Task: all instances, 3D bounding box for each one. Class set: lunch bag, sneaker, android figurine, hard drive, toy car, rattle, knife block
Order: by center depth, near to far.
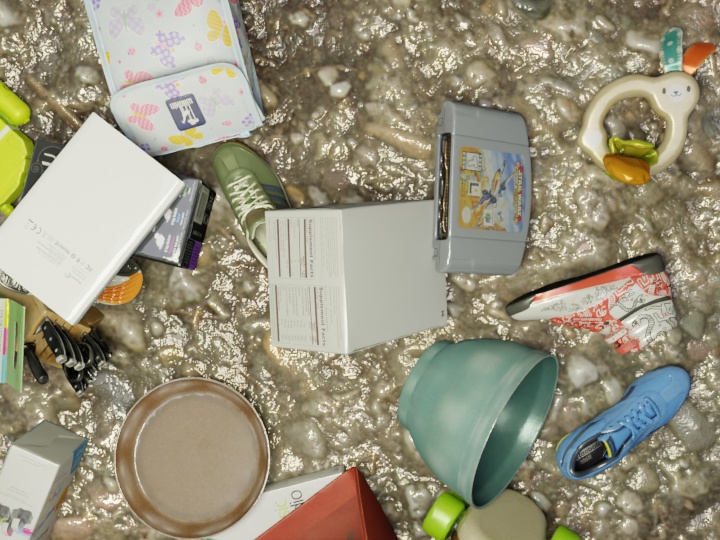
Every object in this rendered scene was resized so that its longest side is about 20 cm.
[{"bbox_3d":[-0.309,-0.058,1.098,0.132,0.025,0.200,38,87,1],"label":"hard drive"},{"bbox_3d":[0.347,-0.198,1.142,0.200,0.143,0.130,-46,74,11],"label":"rattle"},{"bbox_3d":[-0.213,-0.245,1.161,0.169,0.127,0.200,-11,102,5],"label":"lunch bag"},{"bbox_3d":[-0.385,0.062,1.169,0.200,0.176,0.064,39,95,-2],"label":"knife block"},{"bbox_3d":[-0.370,-0.003,1.177,0.200,0.092,0.076,18,86,-29],"label":"sneaker"},{"bbox_3d":[-0.118,-0.071,1.190,0.067,0.090,0.200,-31,94,5],"label":"sneaker"},{"bbox_3d":[0.287,0.058,1.201,0.201,0.067,0.108,-18,92,1],"label":"sneaker"},{"bbox_3d":[0.146,0.378,1.206,0.164,0.158,0.200,30,114,18],"label":"toy car"},{"bbox_3d":[0.331,0.193,1.208,0.200,0.078,0.066,-37,91,4],"label":"sneaker"},{"bbox_3d":[-0.488,-0.152,1.220,0.200,0.041,0.182,42,95,-2],"label":"android figurine"}]

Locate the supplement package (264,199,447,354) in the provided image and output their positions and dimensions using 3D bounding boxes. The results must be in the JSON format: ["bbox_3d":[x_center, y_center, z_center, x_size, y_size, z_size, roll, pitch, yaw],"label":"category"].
[{"bbox_3d":[0.000,0.000,1.126,0.111,0.200,0.156,2,97,37],"label":"supplement package"}]

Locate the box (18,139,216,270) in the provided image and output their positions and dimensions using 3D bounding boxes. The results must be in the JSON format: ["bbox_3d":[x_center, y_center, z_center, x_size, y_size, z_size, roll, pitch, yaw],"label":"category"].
[{"bbox_3d":[-0.289,-0.076,1.174,0.200,0.122,0.106,14,87,0],"label":"box"}]

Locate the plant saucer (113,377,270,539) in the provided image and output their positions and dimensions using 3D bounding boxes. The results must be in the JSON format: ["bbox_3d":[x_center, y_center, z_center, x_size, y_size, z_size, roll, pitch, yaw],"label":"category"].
[{"bbox_3d":[-0.210,0.235,1.236,0.200,0.032,0.201,-1,83,7],"label":"plant saucer"}]

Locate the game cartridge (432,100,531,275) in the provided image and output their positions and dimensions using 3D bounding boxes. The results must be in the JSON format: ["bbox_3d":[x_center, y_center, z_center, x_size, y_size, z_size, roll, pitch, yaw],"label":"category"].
[{"bbox_3d":[0.147,-0.095,1.169,0.133,0.042,0.200,2,89,-32],"label":"game cartridge"}]

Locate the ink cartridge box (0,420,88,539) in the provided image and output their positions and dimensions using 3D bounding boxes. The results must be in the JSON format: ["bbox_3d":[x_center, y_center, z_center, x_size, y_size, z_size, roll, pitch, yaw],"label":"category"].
[{"bbox_3d":[-0.421,0.302,1.225,0.068,0.115,0.200,24,97,0],"label":"ink cartridge box"}]

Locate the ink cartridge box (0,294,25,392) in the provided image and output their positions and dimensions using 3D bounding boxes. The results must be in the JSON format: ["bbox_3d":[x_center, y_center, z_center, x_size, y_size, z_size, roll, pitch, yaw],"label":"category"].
[{"bbox_3d":[-0.463,0.077,1.168,0.059,0.200,0.104,1,97,-38],"label":"ink cartridge box"}]

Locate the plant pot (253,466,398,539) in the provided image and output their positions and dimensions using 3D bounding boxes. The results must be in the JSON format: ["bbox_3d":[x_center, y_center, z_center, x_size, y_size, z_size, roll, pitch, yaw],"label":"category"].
[{"bbox_3d":[-0.024,0.389,1.156,0.200,0.200,0.176,-38,103,6],"label":"plant pot"}]

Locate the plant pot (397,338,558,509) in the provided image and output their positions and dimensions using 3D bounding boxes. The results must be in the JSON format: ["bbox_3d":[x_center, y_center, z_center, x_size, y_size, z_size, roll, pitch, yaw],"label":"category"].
[{"bbox_3d":[0.130,0.162,1.169,0.134,0.200,0.201,27,97,26],"label":"plant pot"}]

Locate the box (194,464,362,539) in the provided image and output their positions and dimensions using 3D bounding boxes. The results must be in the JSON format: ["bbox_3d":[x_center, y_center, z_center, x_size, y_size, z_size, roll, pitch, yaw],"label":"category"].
[{"bbox_3d":[-0.098,0.345,1.258,0.200,0.036,0.145,-16,95,5],"label":"box"}]
